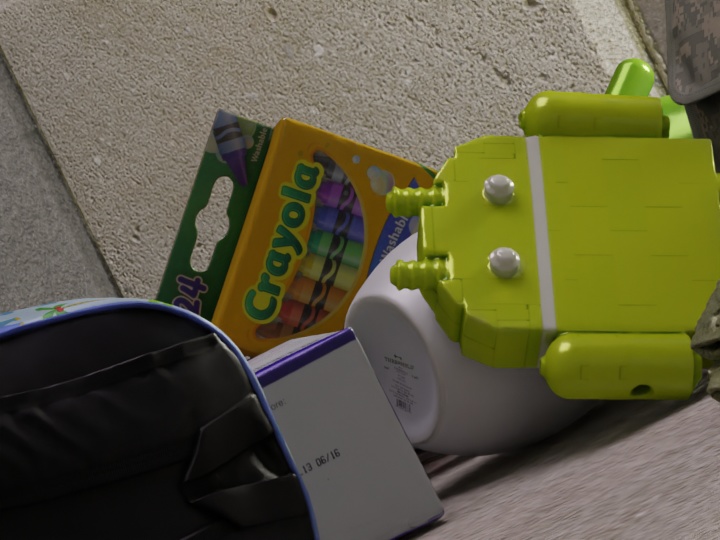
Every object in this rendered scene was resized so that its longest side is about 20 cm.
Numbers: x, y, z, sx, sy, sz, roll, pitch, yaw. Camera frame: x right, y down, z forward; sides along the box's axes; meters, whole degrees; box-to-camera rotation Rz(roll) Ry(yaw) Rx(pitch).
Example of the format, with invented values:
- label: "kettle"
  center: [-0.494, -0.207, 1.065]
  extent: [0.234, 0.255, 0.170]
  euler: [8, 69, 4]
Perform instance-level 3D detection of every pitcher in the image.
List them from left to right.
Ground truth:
- label: "pitcher"
  center: [0.108, 0.022, 1.459]
  extent: [0.200, 0.122, 0.171]
  euler: [-21, 19, -32]

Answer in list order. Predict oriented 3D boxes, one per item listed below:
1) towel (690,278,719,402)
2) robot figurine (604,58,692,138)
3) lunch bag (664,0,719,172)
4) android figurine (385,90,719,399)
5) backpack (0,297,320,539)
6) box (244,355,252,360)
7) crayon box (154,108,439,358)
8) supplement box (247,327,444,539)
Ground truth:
- label: "towel"
  center: [0.217, -0.038, 1.232]
  extent: [0.148, 0.036, 0.200]
  euler: [-19, 42, 64]
- label: "robot figurine"
  center: [0.190, -0.049, 1.852]
  extent: [0.199, 0.116, 0.176]
  euler: [-17, -36, 11]
- label: "lunch bag"
  center: [0.251, -0.107, 1.539]
  extent: [0.117, 0.201, 0.164]
  euler: [-27, 2, -34]
- label: "android figurine"
  center: [0.111, -0.012, 1.392]
  extent: [0.199, 0.182, 0.041]
  euler: [3, -39, -3]
- label: "backpack"
  center: [-0.130, 0.105, 1.146]
  extent: [0.199, 0.184, 0.147]
  euler: [-21, 1, -17]
- label: "box"
  center: [-0.041, 0.060, 1.704]
  extent: [0.161, 0.049, 0.200]
  euler: [-24, -14, 5]
- label: "crayon box"
  center: [0.000, 0.000, 1.566]
  extent: [0.199, 0.126, 0.052]
  euler: [19, -5, -6]
- label: "supplement box"
  center: [-0.041, 0.096, 1.430]
  extent: [0.101, 0.104, 0.200]
  euler: [-27, 3, -9]
